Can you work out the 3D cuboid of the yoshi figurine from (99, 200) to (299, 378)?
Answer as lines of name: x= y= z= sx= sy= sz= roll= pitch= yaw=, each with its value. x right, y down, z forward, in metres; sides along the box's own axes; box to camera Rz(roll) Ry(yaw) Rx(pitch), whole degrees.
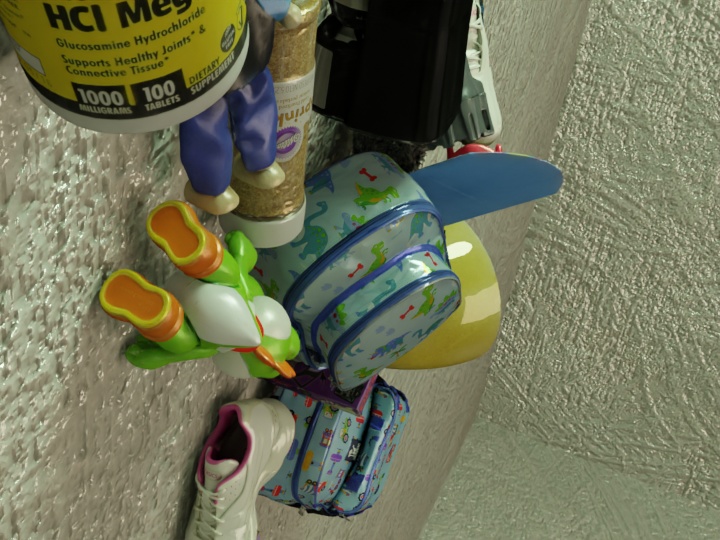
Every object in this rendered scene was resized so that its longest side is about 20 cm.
yoshi figurine: x=-0.114 y=0.023 z=0.786 sx=0.200 sy=0.112 sz=0.113 roll=47 pitch=33 yaw=-61

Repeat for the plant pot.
plant pot: x=0.043 y=0.035 z=1.247 sx=0.142 sy=0.200 sz=0.201 roll=-22 pitch=137 yaw=-34

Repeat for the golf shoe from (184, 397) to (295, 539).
golf shoe: x=-0.133 y=0.211 z=1.016 sx=0.091 sy=0.075 sz=0.201 roll=30 pitch=77 yaw=-61

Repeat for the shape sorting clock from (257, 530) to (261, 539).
shape sorting clock: x=-0.153 y=0.374 z=1.201 sx=0.200 sy=0.039 sz=0.201 roll=20 pitch=90 yaw=-77

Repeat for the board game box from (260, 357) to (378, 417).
board game box: x=-0.016 y=0.037 z=1.098 sx=0.032 sy=0.119 sz=0.201 roll=83 pitch=29 yaw=-65

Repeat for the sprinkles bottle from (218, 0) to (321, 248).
sprinkles bottle: x=-0.069 y=-0.112 z=0.786 sx=0.068 sy=0.068 sz=0.201 roll=-56 pitch=160 yaw=-46

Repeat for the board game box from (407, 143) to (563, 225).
board game box: x=0.095 y=-0.094 z=1.056 sx=0.158 sy=0.199 sz=0.039 roll=17 pitch=63 yaw=-51

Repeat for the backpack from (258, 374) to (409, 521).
backpack: x=-0.038 y=0.183 z=1.191 sx=0.200 sy=0.134 sz=0.183 roll=51 pitch=60 yaw=-74

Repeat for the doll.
doll: x=-0.094 y=-0.127 z=0.669 sx=0.136 sy=0.048 sz=0.201 roll=-31 pitch=141 yaw=-25

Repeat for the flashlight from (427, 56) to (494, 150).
flashlight: x=0.059 y=-0.210 z=0.970 sx=0.068 sy=0.068 sz=0.201 roll=-24 pitch=105 yaw=-42

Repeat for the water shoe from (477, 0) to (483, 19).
water shoe: x=0.118 y=-0.314 z=1.246 sx=0.200 sy=0.071 sz=0.079 roll=92 pitch=20 yaw=-54

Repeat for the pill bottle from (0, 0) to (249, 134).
pill bottle: x=-0.111 y=-0.160 z=0.449 sx=0.200 sy=0.112 sz=0.113 roll=87 pitch=26 yaw=-58

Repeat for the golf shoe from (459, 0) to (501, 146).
golf shoe: x=0.084 y=-0.214 z=1.023 sx=0.072 sy=0.201 sz=0.092 roll=-21 pitch=173 yaw=-24

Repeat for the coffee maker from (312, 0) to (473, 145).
coffee maker: x=0.047 y=-0.206 z=0.847 sx=0.134 sy=0.192 sz=0.201 roll=-33 pitch=142 yaw=-38

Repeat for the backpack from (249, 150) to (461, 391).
backpack: x=0.000 y=0.000 z=0.965 sx=0.183 sy=0.147 sz=0.200 roll=-35 pitch=154 yaw=-6

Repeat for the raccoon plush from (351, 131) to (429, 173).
raccoon plush: x=0.003 y=-0.117 z=1.084 sx=0.200 sy=0.097 sz=0.135 roll=-5 pitch=125 yaw=-57
